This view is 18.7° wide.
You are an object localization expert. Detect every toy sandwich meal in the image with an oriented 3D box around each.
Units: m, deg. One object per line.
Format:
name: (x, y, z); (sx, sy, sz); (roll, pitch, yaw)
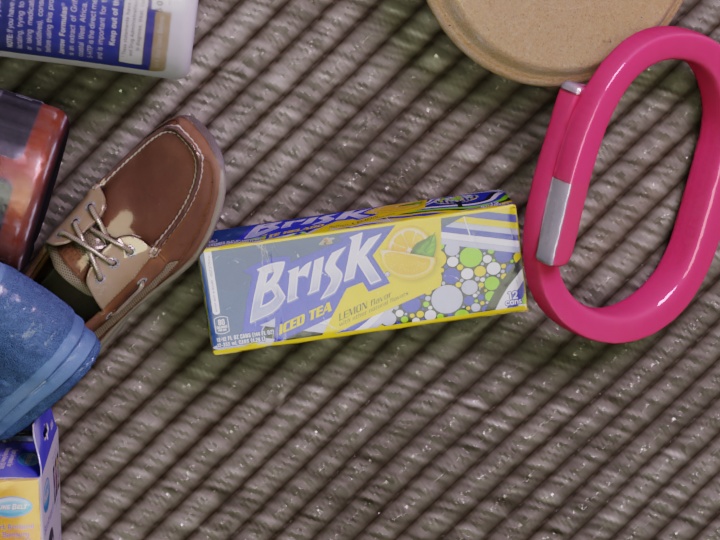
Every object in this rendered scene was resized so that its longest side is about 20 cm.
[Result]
toy sandwich meal: (0.109, -0.211, 1.331); (0.203, 0.070, 0.207); (-3, 102, -15)

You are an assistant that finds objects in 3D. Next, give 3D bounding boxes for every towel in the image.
towel: (-0.256, 0.017, 1.276); (0.200, 0.049, 0.111); (39, 128, -19)

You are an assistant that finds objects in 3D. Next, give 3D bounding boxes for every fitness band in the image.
fitness band: (0.170, -0.052, 1.348); (0.143, 0.037, 0.201); (6, 105, -38)

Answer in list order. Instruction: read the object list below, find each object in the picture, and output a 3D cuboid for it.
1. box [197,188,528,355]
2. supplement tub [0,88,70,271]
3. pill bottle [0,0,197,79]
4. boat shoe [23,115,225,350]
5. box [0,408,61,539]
box: (0.000, 0.000, 1.364); (0.198, 0.064, 0.071); (-8, 101, -3)
supplement tub: (-0.281, -0.076, 1.309); (0.199, 0.107, 0.108); (18, 100, -7)
pill bottle: (-0.192, -0.183, 1.286); (0.198, 0.120, 0.121); (7, 101, -5)
boat shoe: (-0.151, -0.009, 1.312); (0.076, 0.072, 0.200); (44, 120, 13)
box: (-0.208, 0.186, 1.359); (0.041, 0.119, 0.202); (-3, 101, -2)
